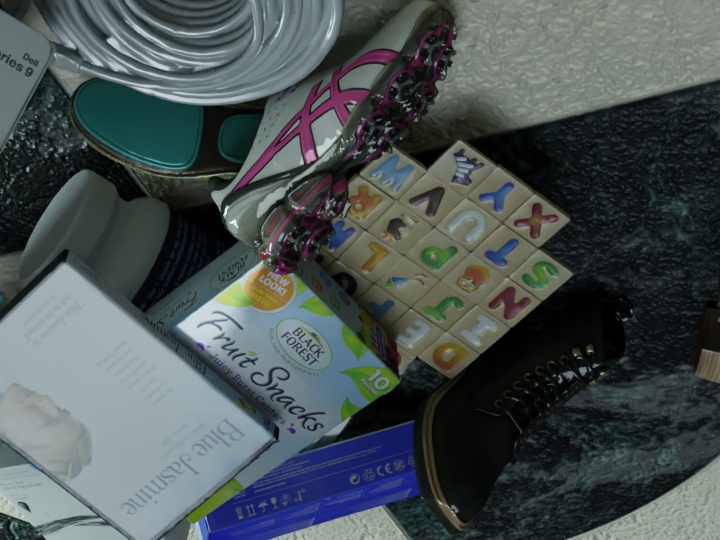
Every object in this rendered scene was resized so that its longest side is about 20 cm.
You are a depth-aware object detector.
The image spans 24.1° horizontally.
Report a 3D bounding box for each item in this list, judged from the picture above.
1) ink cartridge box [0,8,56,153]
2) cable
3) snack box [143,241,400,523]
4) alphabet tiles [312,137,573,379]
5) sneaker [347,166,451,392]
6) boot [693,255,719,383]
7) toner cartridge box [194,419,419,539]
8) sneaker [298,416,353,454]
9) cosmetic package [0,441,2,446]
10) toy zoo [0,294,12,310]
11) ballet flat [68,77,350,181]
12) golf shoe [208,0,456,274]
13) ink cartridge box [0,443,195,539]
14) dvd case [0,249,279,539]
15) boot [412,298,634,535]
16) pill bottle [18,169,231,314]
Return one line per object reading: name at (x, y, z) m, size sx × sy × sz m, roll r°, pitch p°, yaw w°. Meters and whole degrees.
ink cartridge box at (-0.294, -0.132, 1.073) m, size 0.145 × 0.085 × 0.200 m, roll 30°, pitch 167°, yaw -19°
cable at (-0.106, -0.187, 1.042) m, size 0.198 × 0.070 × 0.200 m, roll 22°, pitch 138°, yaw -13°
snack box at (-0.092, 0.075, 1.189) m, size 0.199 × 0.053 × 0.142 m, roll -35°, pitch 119°, yaw 18°
alphabet tiles at (0.042, -0.003, 1.168) m, size 0.166 × 0.006 × 0.200 m, roll 33°, pitch 125°, yaw -21°
sneaker at (0.000, 0.000, 1.235) m, size 0.111 × 0.078 × 0.201 m, roll 16°, pitch 129°, yaw 2°
boot at (0.324, 0.027, 1.179) m, size 0.153 × 0.074 × 0.201 m, roll 8°, pitch 152°, yaw 6°
toner cartridge box at (-0.037, 0.177, 1.373) m, size 0.198 × 0.044 × 0.095 m, roll -15°, pitch 162°, yaw -14°
sneaker at (-0.064, 0.109, 1.334) m, size 0.093 × 0.071 × 0.200 m, roll -16°, pitch 154°, yaw -21°
cosmetic package at (-0.388, 0.108, 1.330) m, size 0.164 × 0.201 × 0.165 m, roll -22°, pitch 119°, yaw 33°
toy zoo at (-0.212, 0.073, 1.314) m, size 0.199 × 0.021 × 0.131 m, roll 35°, pitch 166°, yaw -20°
ballet flat at (-0.101, -0.088, 1.163) m, size 0.198 × 0.071 × 0.071 m, roll 9°, pitch 140°, yaw 5°
golf shoe at (-0.021, -0.100, 1.079) m, size 0.200 × 0.092 × 0.073 m, roll -50°, pitch 158°, yaw 8°
ink cartridge box at (-0.223, 0.199, 1.472) m, size 0.115 × 0.068 × 0.201 m, roll -11°, pitch 135°, yaw 25°
dvd case at (-0.174, 0.094, 1.156) m, size 0.142 × 0.018 × 0.200 m, roll -40°, pitch 112°, yaw 20°
boot at (0.120, 0.093, 1.214) m, size 0.137 × 0.201 × 0.078 m, roll -22°, pitch 118°, yaw 28°
pill bottle at (-0.146, 0.018, 1.249) m, size 0.199 × 0.116 × 0.115 m, roll 34°, pitch 135°, yaw -24°
